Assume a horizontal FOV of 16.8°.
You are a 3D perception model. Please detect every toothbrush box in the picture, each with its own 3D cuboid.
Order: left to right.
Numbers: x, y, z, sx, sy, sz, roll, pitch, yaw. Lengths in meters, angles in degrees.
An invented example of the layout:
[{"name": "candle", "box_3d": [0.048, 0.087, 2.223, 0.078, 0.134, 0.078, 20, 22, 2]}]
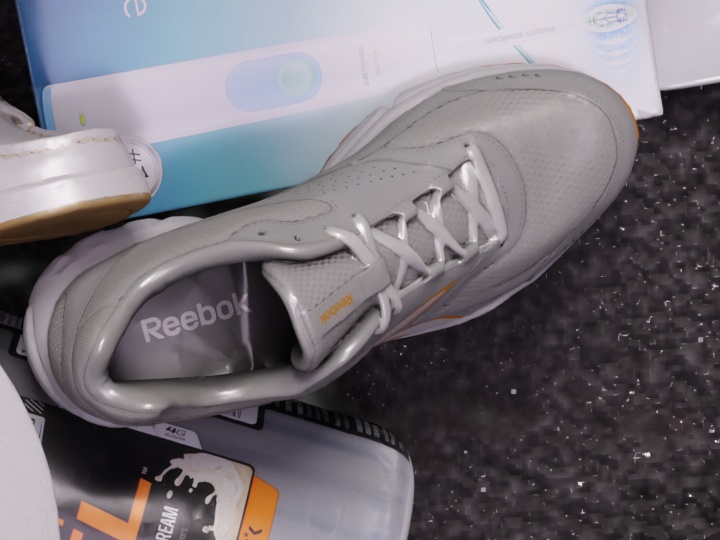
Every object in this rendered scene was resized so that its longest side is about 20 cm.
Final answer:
[{"name": "toothbrush box", "box_3d": [-0.014, -0.106, 0.795, 0.199, 0.085, 0.147, -10, 101, -5]}]

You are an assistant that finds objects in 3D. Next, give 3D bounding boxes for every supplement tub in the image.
[{"name": "supplement tub", "box_3d": [-0.092, 0.085, 0.800, 0.199, 0.123, 0.123, 16, 98, -7]}]

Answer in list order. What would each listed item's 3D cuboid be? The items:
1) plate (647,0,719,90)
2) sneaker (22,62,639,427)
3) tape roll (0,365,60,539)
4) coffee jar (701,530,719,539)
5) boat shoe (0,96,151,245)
[{"name": "plate", "box_3d": [0.175, -0.175, 0.826, 0.198, 0.032, 0.201, -9, 100, -3]}, {"name": "sneaker", "box_3d": [0.000, 0.000, 0.722, 0.199, 0.092, 0.076, -26, 104, -8]}, {"name": "tape roll", "box_3d": [-0.184, 0.083, 0.685, 0.201, 0.037, 0.204, -4, 102, -20]}, {"name": "coffee jar", "box_3d": [0.153, 0.187, 0.857, 0.104, 0.085, 0.201, -26, 102, 3]}, {"name": "boat shoe", "box_3d": [-0.144, -0.040, 0.753, 0.071, 0.199, 0.070, -5, 93, -47]}]
